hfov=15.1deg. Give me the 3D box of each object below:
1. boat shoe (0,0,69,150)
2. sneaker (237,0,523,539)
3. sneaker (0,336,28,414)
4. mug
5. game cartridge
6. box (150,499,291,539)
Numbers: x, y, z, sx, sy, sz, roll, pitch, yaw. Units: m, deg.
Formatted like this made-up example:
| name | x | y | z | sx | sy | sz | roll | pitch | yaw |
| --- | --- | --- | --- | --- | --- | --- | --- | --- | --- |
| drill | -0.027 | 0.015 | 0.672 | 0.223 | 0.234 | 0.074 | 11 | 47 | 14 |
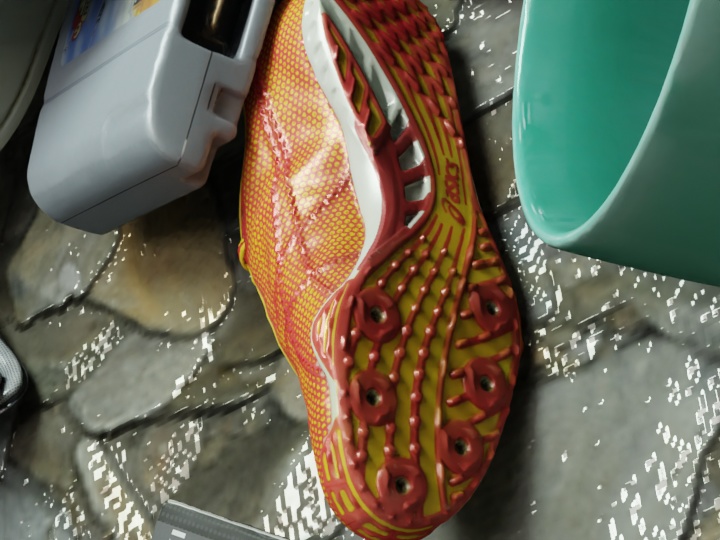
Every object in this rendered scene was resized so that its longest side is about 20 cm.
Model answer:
| name | x | y | z | sx | sy | sz | roll | pitch | yaw |
| --- | --- | --- | --- | --- | --- | --- | --- | --- | --- |
| boat shoe | -0.151 | -0.099 | 0.994 | 0.062 | 0.075 | 0.201 | 7 | 68 | 59 |
| sneaker | 0.000 | 0.000 | 0.837 | 0.077 | 0.073 | 0.201 | -43 | 40 | 41 |
| sneaker | -0.177 | 0.075 | 0.945 | 0.114 | 0.075 | 0.201 | -26 | 54 | 35 |
| mug | 0.116 | -0.081 | 0.708 | 0.152 | 0.114 | 0.186 | 114 | 163 | -46 |
| game cartridge | -0.058 | -0.115 | 0.914 | 0.133 | 0.041 | 0.201 | -16 | 56 | 60 |
| box | -0.006 | 0.166 | 0.776 | 0.199 | 0.044 | 0.161 | 12 | 82 | 45 |
